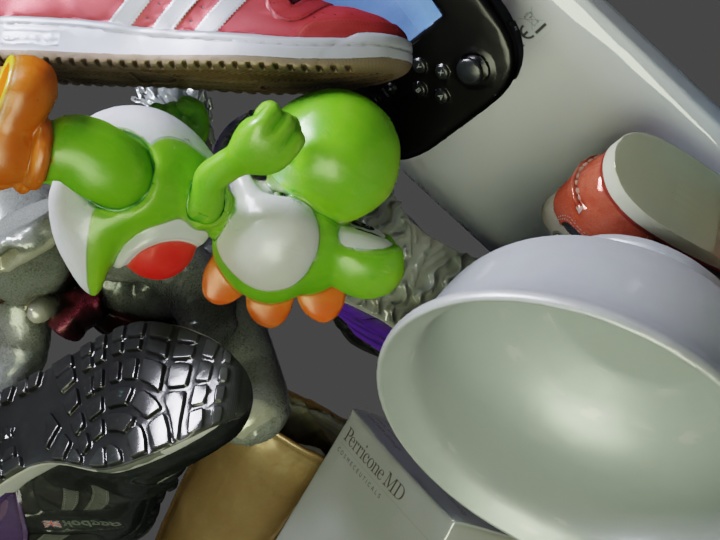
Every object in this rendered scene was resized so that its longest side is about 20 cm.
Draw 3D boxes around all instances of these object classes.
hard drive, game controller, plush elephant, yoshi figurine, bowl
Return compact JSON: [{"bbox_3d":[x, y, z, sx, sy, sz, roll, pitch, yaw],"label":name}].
[{"bbox_3d":[0.087,-0.071,1.104,0.200,0.027,0.132,42,119,-10],"label":"hard drive"},{"bbox_3d":[-0.011,-0.148,1.056,0.104,0.042,0.200,-36,91,29],"label":"game controller"},{"bbox_3d":[-0.138,0.004,1.121,0.155,0.165,0.200,-11,100,-20],"label":"plush elephant"},{"bbox_3d":[-0.066,-0.053,1.010,0.200,0.112,0.112,18,135,-15],"label":"yoshi figurine"},{"bbox_3d":[0.115,0.048,1.029,0.201,0.090,0.201,20,146,15],"label":"bowl"}]

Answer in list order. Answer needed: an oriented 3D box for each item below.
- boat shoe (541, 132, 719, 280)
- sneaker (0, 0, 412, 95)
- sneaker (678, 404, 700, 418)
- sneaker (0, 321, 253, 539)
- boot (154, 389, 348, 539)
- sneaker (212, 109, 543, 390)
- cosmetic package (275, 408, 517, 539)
[{"bbox_3d":[0.177,0.010,1.074,0.200,0.071,0.063,33,138,-15],"label":"boat shoe"},{"bbox_3d":[-0.073,-0.140,1.039,0.200,0.071,0.113,4,82,7],"label":"sneaker"},{"bbox_3d":[0.208,0.126,1.147,0.074,0.088,0.200,-29,108,26],"label":"sneaker"},{"bbox_3d":[-0.113,0.085,1.065,0.200,0.076,0.088,-19,139,36],"label":"sneaker"},{"bbox_3d":[-0.039,0.176,1.252,0.175,0.066,0.200,26,116,-17],"label":"boot"},{"bbox_3d":[0.000,0.001,1.127,0.200,0.070,0.100,37,161,-14],"label":"sneaker"},{"bbox_3d":[0.000,0.186,1.169,0.081,0.113,0.200,18,105,-38],"label":"cosmetic package"}]
